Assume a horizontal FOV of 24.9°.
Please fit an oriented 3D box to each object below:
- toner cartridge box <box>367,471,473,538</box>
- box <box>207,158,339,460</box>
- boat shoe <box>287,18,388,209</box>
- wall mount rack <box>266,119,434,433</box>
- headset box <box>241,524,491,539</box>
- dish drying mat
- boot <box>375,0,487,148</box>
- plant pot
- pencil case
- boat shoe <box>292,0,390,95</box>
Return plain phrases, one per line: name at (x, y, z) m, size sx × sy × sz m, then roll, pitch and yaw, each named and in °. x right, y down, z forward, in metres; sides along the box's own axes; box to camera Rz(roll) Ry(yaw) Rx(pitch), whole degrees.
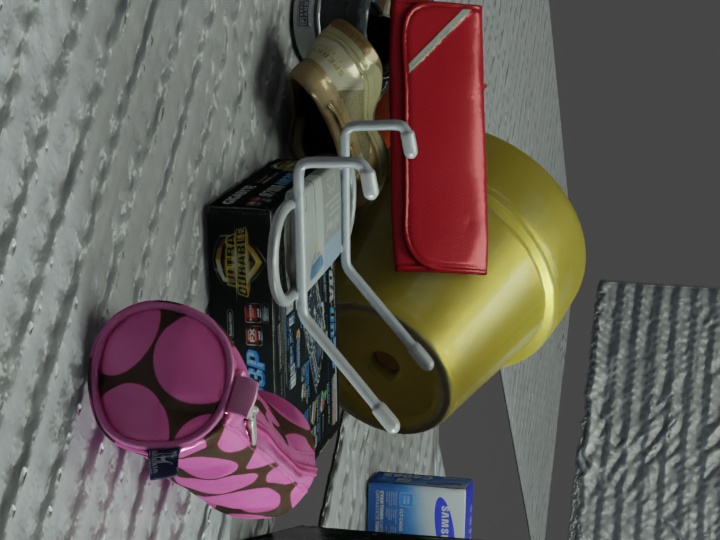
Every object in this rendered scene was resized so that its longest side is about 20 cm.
toner cartridge box at (0.053, 0.293, 1.515) m, size 0.043 × 0.094 × 0.203 m, roll -22°, pitch 114°, yaw -75°
box at (-0.055, 0.038, 1.095) m, size 0.159 × 0.045 × 0.203 m, roll -48°, pitch 139°, yaw -70°
boat shoe at (-0.025, -0.099, 1.179) m, size 0.064 × 0.071 × 0.201 m, roll -42°, pitch 156°, yaw -21°
wall mount rack at (0.000, 0.000, 1.060) m, size 0.200 × 0.074 × 0.176 m, roll -49°, pitch 139°, yaw -68°
headset box at (0.015, 0.237, 1.164) m, size 0.200 × 0.172 × 0.094 m, roll 23°, pitch 69°, yaw -77°
dish drying mat at (0.058, -0.099, 1.200) m, size 0.018 × 0.076 × 0.203 m, roll 161°, pitch -71°, yaw -66°
boot at (0.054, -0.135, 1.407) m, size 0.075 × 0.106 × 0.203 m, roll -2°, pitch 97°, yaw -78°
plant pot at (0.054, 0.020, 1.285) m, size 0.189 × 0.199 × 0.203 m, roll -53°, pitch 146°, yaw -42°
pencil case at (-0.079, 0.086, 0.902) m, size 0.200 × 0.092 × 0.092 m, roll 56°, pitch 39°, yaw -70°
boat shoe at (0.004, -0.170, 1.260) m, size 0.200 × 0.067 × 0.073 m, roll 46°, pitch 48°, yaw -72°
